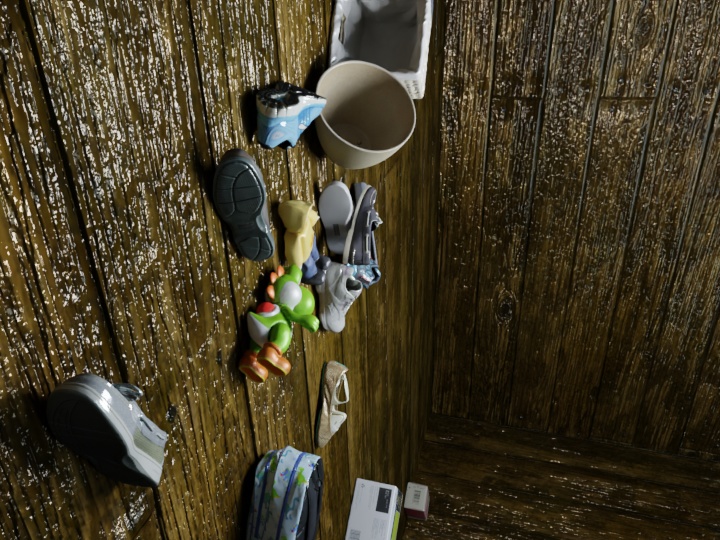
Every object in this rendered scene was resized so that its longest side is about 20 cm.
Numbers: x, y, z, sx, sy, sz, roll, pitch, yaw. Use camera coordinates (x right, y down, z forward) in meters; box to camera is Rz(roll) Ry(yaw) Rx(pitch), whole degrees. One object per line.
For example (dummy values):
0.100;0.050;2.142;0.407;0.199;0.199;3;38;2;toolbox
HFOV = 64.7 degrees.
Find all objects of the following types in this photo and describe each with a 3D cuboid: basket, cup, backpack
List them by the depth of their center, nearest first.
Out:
-0.127;0.411;0.990;0.203;0.152;0.163;-66;169;18;backpack
-0.007;-0.281;1.118;0.143;0.197;0.204;127;-22;-62;cup
0.051;-0.482;1.197;0.161;0.196;0.203;11;86;-77;basket

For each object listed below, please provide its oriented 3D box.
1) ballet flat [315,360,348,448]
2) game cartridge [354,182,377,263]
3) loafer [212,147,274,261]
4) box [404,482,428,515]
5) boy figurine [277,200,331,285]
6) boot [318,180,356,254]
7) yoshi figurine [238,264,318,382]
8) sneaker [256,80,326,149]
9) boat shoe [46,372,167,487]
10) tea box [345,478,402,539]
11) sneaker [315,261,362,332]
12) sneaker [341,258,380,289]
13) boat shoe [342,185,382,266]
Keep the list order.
-0.062;0.314;1.317;0.070;0.064;0.204;-3;99;-75;ballet flat
0.014;-0.113;1.439;0.135;0.041;0.202;-90;173;-46;game cartridge
-0.162;-0.097;0.799;0.202;0.070;0.064;88;-5;-52;loafer
0.297;1.210;2.974;0.201;0.107;0.130;75;25;-53;box
-0.101;-0.062;1.032;0.202;0.063;0.126;81;23;-53;boy figurine
-0.046;-0.135;1.228;0.202;0.072;0.097;91;7;-50;boot
-0.123;0.088;0.940;0.113;0.110;0.203;103;1;-53;yoshi figurine
-0.119;-0.245;0.914;0.200;0.077;0.091;-49;161;-61;sneaker
-0.239;0.152;0.561;0.204;0.073;0.066;84;12;-51;boat shoe
0.045;0.780;1.779;0.198;0.131;0.203;69;30;-58;tea box
-0.043;0.066;1.230;0.076;0.098;0.202;-73;163;-44;sneaker
0.000;0.000;1.323;0.080;0.095;0.200;-57;-177;16;sneaker
0.014;-0.094;1.214;0.073;0.061;0.203;90;14;-58;boat shoe
